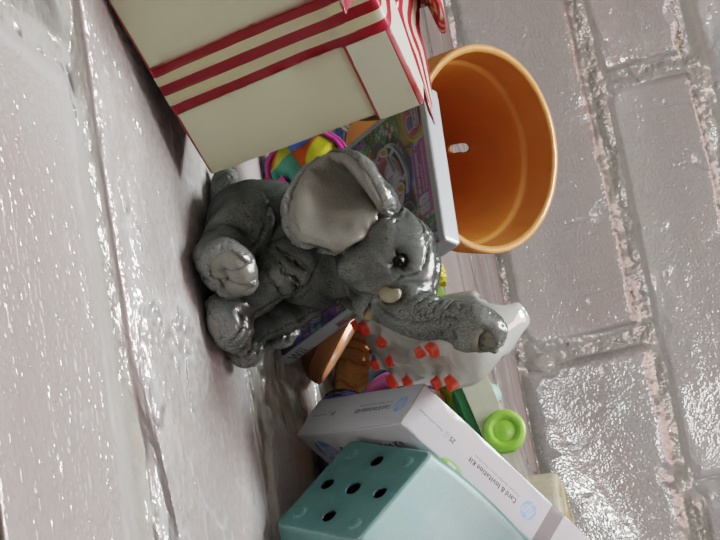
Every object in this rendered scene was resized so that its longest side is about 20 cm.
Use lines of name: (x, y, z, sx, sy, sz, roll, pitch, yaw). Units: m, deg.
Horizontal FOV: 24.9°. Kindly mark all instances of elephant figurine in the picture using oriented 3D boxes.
elephant figurine: (-0.006, -0.011, 1.133, 0.142, 0.199, 0.156, -55, 130, -75)

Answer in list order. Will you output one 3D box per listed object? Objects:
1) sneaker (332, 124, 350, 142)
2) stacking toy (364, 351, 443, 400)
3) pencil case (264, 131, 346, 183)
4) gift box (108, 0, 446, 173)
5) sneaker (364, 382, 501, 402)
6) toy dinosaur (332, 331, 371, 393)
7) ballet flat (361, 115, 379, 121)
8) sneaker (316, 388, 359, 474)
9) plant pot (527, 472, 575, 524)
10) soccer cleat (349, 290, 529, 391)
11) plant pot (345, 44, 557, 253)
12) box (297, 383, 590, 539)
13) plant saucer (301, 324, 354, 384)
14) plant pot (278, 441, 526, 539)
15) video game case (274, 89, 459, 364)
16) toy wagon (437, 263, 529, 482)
sneaker: (-0.003, -0.120, 1.664, 0.076, 0.077, 0.201, 52, 28, -72)
stacking toy: (0.042, 0.054, 1.450, 0.086, 0.085, 0.201, 65, 19, -52)
pencil case: (-0.023, -0.059, 1.456, 0.200, 0.088, 0.089, 48, 31, -69)
gift box: (-0.047, -0.183, 1.111, 0.201, 0.186, 0.185, -96, 161, -46)
sneaker: (0.048, 0.088, 1.551, 0.200, 0.077, 0.141, -22, -91, 57)
toy dinosaur: (-0.008, 0.104, 1.471, 0.106, 0.060, 0.201, 57, 32, -33)
ballet flat: (-0.037, -0.148, 1.316, 0.065, 0.199, 0.071, 1, 85, -43)
sneaker: (0.002, 0.193, 1.316, 0.078, 0.075, 0.201, 18, 59, -75)
plant pot: (0.107, 0.268, 1.483, 0.200, 0.182, 0.202, -12, 90, -80)
soccer cleat: (0.057, 0.048, 1.202, 0.070, 0.077, 0.200, 63, -18, -13)
plant pot: (0.077, -0.112, 1.603, 0.199, 0.140, 0.201, 5, 83, -42)
box: (0.067, 0.168, 1.231, 0.200, 0.156, 0.041, 45, 63, -17)
plant saucer: (0.000, 0.000, 1.362, 0.201, 0.037, 0.200, -61, 178, -4)
plant pot: (0.039, 0.228, 1.171, 0.141, 0.141, 0.201, -45, 118, -31)
video game case: (-0.004, -0.033, 1.260, 0.018, 0.200, 0.144, 20, 49, -35)
toy wagon: (0.086, 0.092, 1.300, 0.155, 0.039, 0.201, 82, -14, -72)
